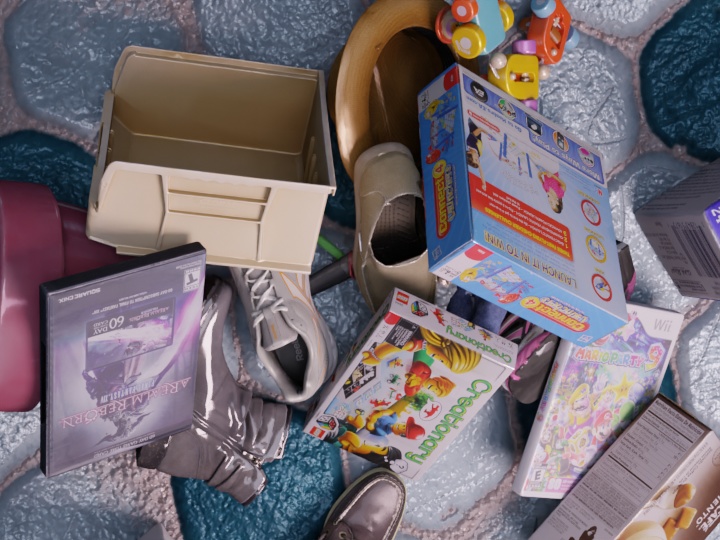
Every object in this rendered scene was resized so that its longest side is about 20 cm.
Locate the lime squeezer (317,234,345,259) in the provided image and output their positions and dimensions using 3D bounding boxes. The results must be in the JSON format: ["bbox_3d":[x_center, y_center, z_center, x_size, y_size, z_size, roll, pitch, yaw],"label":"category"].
[{"bbox_3d":[-0.078,-0.031,1.338,0.199,0.038,0.071,10,88,-12],"label":"lime squeezer"}]

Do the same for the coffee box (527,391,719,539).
[{"bbox_3d":[0.271,0.236,1.369,0.200,0.080,0.114,-47,131,-5],"label":"coffee box"}]

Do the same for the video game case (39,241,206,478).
[{"bbox_3d":[-0.200,0.076,1.183,0.142,0.019,0.201,-17,132,-31],"label":"video game case"}]

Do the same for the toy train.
[{"bbox_3d":[0.132,-0.231,1.309,0.200,0.055,0.151,35,63,-49],"label":"toy train"}]

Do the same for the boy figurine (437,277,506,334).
[{"bbox_3d":[0.122,-0.010,1.342,0.064,0.124,0.201,33,62,-30],"label":"boy figurine"}]

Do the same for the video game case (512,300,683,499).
[{"bbox_3d":[0.231,0.126,1.362,0.143,0.018,0.201,10,101,-37],"label":"video game case"}]

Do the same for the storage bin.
[{"bbox_3d":[-0.132,-0.101,1.237,0.197,0.201,0.094,7,126,-10],"label":"storage bin"}]

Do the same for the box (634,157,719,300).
[{"bbox_3d":[0.393,-0.064,1.342,0.199,0.184,0.105,-33,96,-6],"label":"box"}]

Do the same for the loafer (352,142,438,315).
[{"bbox_3d":[0.031,-0.017,1.273,0.075,0.068,0.201,-14,127,-4],"label":"loafer"}]

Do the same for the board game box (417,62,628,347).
[{"bbox_3d":[0.143,-0.057,1.258,0.199,0.056,0.197,26,47,-33],"label":"board game box"}]

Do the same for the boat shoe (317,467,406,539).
[{"bbox_3d":[-0.016,0.282,1.350,0.073,0.065,0.201,32,87,-9],"label":"boat shoe"}]

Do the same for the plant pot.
[{"bbox_3d":[-0.250,0.027,1.246,0.178,0.200,0.201,5,92,-26],"label":"plant pot"}]

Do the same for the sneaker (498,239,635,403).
[{"bbox_3d":[0.184,0.033,1.367,0.200,0.086,0.081,-39,136,-25],"label":"sneaker"}]

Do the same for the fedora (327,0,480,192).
[{"bbox_3d":[0.027,-0.160,1.312,0.200,0.082,0.202,-12,108,-39],"label":"fedora"}]

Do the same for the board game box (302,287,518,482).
[{"bbox_3d":[0.042,0.110,1.303,0.126,0.200,0.035,25,44,-10],"label":"board game box"}]

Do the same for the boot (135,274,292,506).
[{"bbox_3d":[-0.122,0.112,1.330,0.131,0.070,0.201,19,101,-13],"label":"boot"}]

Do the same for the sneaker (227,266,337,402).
[{"bbox_3d":[-0.078,0.027,1.289,0.075,0.092,0.201,-23,103,12],"label":"sneaker"}]

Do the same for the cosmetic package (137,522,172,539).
[{"bbox_3d":[-0.165,0.360,1.261,0.123,0.199,0.200,-37,98,-6],"label":"cosmetic package"}]

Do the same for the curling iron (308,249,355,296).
[{"bbox_3d":[0.000,0.000,1.337,0.199,0.026,0.050,-24,122,4],"label":"curling iron"}]
